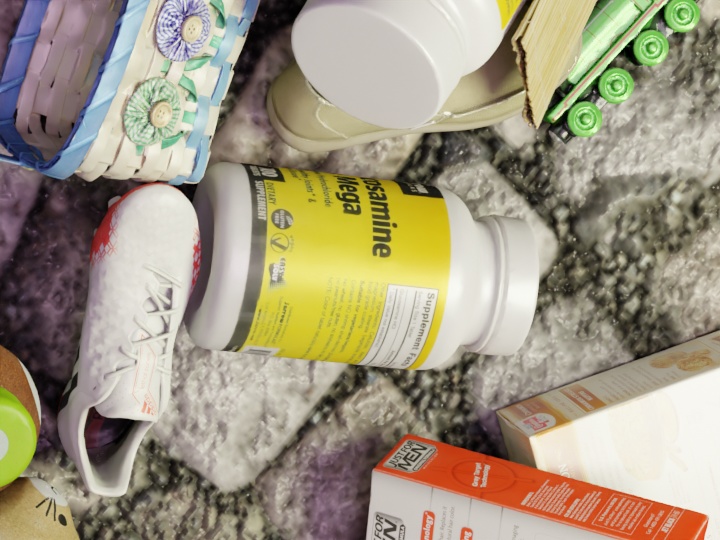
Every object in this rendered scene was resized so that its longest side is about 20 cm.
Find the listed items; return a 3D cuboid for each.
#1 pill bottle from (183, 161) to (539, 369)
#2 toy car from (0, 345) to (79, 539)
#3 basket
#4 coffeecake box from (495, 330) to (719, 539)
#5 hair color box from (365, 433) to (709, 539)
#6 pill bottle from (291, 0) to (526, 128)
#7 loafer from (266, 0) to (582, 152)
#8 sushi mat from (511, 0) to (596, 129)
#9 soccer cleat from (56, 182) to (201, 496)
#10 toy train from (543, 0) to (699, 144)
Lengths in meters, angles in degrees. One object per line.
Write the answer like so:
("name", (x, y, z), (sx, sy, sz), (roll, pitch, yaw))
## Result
("pill bottle", (0.000, 0.000, 1.544), (0.199, 0.112, 0.113), (6, 100, -16))
("toy car", (-0.202, 0.142, 1.502), (0.200, 0.164, 0.158), (36, 91, -28))
("basket", (-0.167, -0.140, 1.456), (0.200, 0.139, 0.177), (14, 98, -27))
("coffeecake box", (0.206, 0.134, 1.646), (0.199, 0.073, 0.154), (-19, 105, -11))
("hair color box", (0.104, 0.177, 1.571), (0.199, 0.061, 0.102), (14, 116, 18))
("pill bottle", (0.047, -0.183, 1.475), (0.114, 0.114, 0.200), (44, 55, -18))
("loafer", (0.043, -0.120, 1.545), (0.199, 0.068, 0.076), (-19, 83, -10))
("sushi mat", (0.134, -0.186, 1.520), (0.012, 0.096, 0.200), (19, 65, 16))
("soccer cleat", (-0.133, 0.042, 1.498), (0.068, 0.085, 0.200), (7, 125, -22))
("toy train", (0.178, -0.163, 1.598), (0.056, 0.042, 0.200), (44, 88, -8))
